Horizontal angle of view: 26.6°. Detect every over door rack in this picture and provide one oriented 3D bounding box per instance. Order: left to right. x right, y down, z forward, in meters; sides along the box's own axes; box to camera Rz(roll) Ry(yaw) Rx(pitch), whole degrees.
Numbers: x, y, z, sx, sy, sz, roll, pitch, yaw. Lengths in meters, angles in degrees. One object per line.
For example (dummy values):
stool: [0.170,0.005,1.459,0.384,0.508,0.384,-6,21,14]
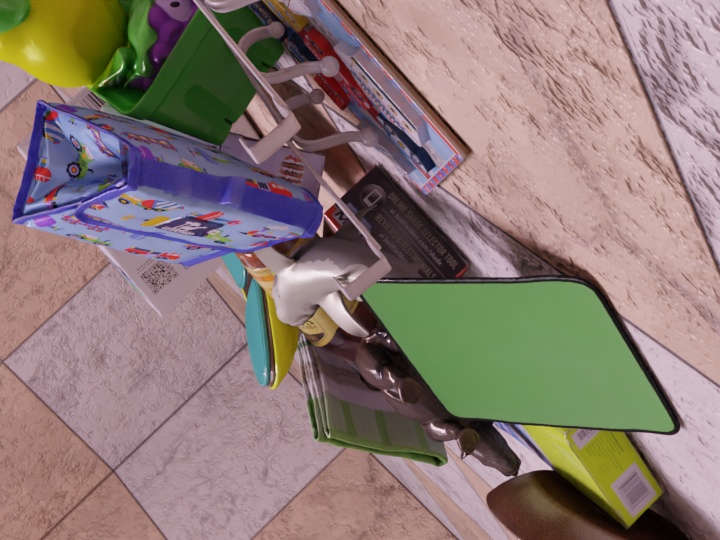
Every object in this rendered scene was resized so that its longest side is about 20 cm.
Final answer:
over door rack: [-0.036,-0.100,0.962,0.148,0.066,0.201,56,-172,-44]

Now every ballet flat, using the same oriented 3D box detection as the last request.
ballet flat: [-0.077,0.014,1.321,0.067,0.066,0.201,106,151,-45]

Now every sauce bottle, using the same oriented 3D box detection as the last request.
sauce bottle: [-0.028,0.027,1.260,0.200,0.066,0.066,51,171,-33]

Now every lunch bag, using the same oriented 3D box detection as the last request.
lunch bag: [-0.129,-0.059,1.056,0.149,0.095,0.199,15,174,-34]

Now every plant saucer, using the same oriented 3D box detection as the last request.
plant saucer: [0.199,0.211,1.240,0.198,0.037,0.200,21,-171,-4]

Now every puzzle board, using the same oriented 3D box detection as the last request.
puzzle board: [-0.012,-0.135,1.016,0.200,0.017,0.151,48,172,0]

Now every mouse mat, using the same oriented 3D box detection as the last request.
mouse mat: [0.104,0.057,1.032,0.198,0.008,0.161,-1,138,39]

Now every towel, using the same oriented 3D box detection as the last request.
towel: [0.006,0.073,1.363,0.148,0.031,0.202,14,-132,-34]

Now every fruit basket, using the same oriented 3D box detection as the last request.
fruit basket: [-0.187,-0.194,1.160,0.214,0.156,0.216,35,-179,0]

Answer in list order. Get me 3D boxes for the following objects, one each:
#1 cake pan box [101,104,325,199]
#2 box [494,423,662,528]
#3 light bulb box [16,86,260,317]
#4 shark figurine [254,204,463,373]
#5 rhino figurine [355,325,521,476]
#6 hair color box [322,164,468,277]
cake pan box: [-0.131,-0.095,1.309,0.197,0.053,0.184,12,179,-6]
box: [0.150,0.117,1.245,0.122,0.048,0.200,53,171,-33]
light bulb box: [-0.204,-0.100,1.558,0.125,0.198,0.201,42,169,44]
shark figurine: [0.008,-0.008,1.126,0.212,0.090,0.129,6,140,40]
rhino figurine: [0.071,0.111,1.253,0.200,0.060,0.087,44,169,-29]
hair color box: [0.024,-0.007,1.275,0.111,0.064,0.200,47,171,7]
